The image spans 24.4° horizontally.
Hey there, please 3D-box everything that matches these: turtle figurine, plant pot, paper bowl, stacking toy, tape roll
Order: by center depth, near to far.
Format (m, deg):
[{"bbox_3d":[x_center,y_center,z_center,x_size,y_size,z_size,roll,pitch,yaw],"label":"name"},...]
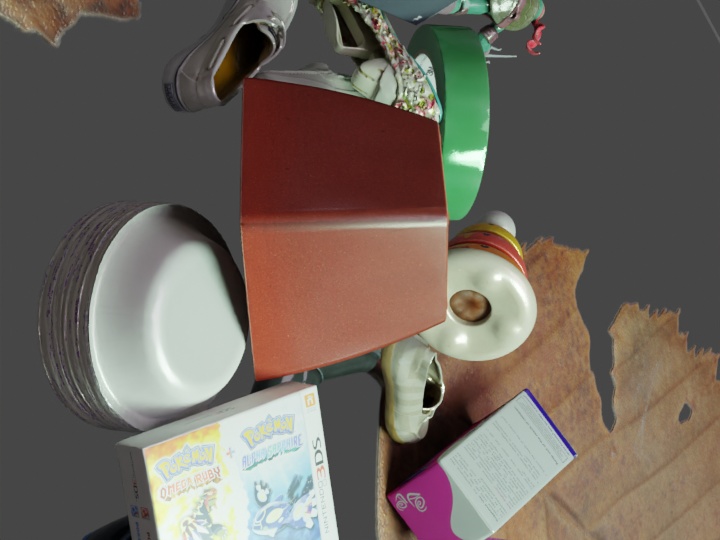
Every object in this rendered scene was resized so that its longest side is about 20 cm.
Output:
[{"bbox_3d":[-0.173,0.041,1.434,0.201,0.104,0.201,-4,95,-55],"label":"paper bowl"},{"bbox_3d":[-0.013,-0.039,1.487,0.200,0.176,0.200,-92,-179,-46],"label":"plant pot"},{"bbox_3d":[0.081,-0.152,1.719,0.048,0.200,0.200,2,92,-14],"label":"tape roll"},{"bbox_3d":[0.146,-0.311,1.876,0.200,0.101,0.150,14,81,-49],"label":"turtle figurine"},{"bbox_3d":[0.136,-0.006,1.892,0.200,0.146,0.146,-70,147,-55],"label":"stacking toy"}]

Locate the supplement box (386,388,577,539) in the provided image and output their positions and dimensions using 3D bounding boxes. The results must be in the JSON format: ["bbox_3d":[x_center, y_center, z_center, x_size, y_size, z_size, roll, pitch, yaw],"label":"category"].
[{"bbox_3d":[0.139,0.231,1.876,0.103,0.101,0.200,53,39,3],"label":"supplement box"}]

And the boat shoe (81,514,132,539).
[{"bbox_3d":[-0.151,0.235,1.476,0.200,0.069,0.084,-27,102,-39],"label":"boat shoe"}]

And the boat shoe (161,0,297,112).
[{"bbox_3d":[-0.102,-0.213,1.541,0.200,0.070,0.071,-50,131,-41],"label":"boat shoe"}]

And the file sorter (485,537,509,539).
[{"bbox_3d":[0.149,0.412,1.917,0.200,0.125,0.139,58,47,-40],"label":"file sorter"}]

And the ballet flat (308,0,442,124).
[{"bbox_3d":[0.008,-0.212,1.649,0.064,0.076,0.200,-14,63,-34],"label":"ballet flat"}]

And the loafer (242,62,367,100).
[{"bbox_3d":[-0.050,-0.169,1.635,0.200,0.070,0.070,9,50,-57],"label":"loafer"}]

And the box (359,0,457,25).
[{"bbox_3d":[0.017,-0.358,1.610,0.200,0.104,0.182,9,59,-56],"label":"box"}]

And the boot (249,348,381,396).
[{"bbox_3d":[-0.057,0.150,1.643,0.165,0.066,0.200,24,70,-46],"label":"boot"}]

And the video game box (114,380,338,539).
[{"bbox_3d":[-0.108,0.208,1.442,0.200,0.047,0.182,-18,102,-42],"label":"video game box"}]

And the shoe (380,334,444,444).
[{"bbox_3d":[0.060,0.132,1.779,0.200,0.053,0.070,79,30,-56],"label":"shoe"}]
